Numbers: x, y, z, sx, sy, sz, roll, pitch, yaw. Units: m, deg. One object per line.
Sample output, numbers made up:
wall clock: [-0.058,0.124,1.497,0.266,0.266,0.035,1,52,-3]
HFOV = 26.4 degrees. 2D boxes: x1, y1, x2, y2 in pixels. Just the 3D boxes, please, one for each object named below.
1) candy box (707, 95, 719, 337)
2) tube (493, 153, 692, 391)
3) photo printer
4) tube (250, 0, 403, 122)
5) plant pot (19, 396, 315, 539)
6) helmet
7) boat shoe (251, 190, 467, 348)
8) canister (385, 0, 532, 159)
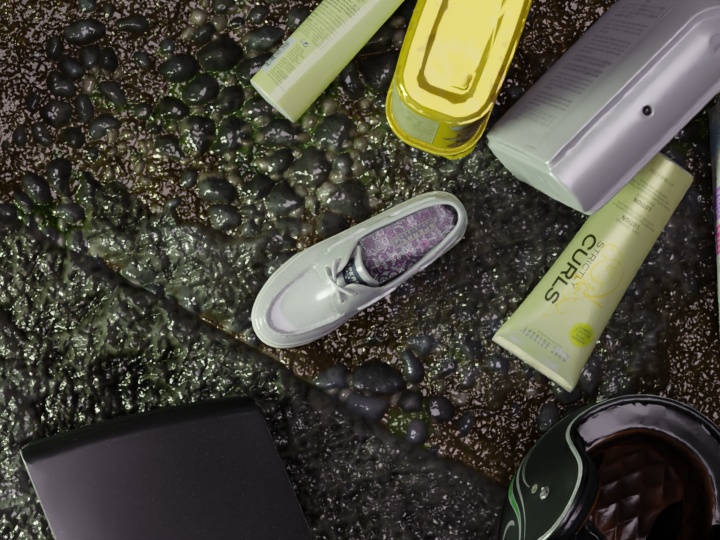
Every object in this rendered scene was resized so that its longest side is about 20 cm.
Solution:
candy box: [0.371,-0.042,1.233,0.166,0.072,0.202,-3,85,6]
tube: [0.195,-0.005,1.250,0.058,0.052,0.201,38,96,43]
photo printer: [0.204,-0.143,1.202,0.200,0.166,0.069,-45,109,-1]
tube: [-0.005,-0.210,1.254,0.058,0.052,0.200,41,90,6]
plant pot: [-0.141,0.195,1.190,0.176,0.199,0.201,-22,89,-11]
helmet: [0.200,0.197,1.184,0.198,0.191,0.201,9,123,14]
boat shoe: [0.000,0.000,1.245,0.199,0.069,0.072,-25,89,-1]
canister: [0.075,-0.170,1.181,0.086,0.200,0.150,20,89,1]
